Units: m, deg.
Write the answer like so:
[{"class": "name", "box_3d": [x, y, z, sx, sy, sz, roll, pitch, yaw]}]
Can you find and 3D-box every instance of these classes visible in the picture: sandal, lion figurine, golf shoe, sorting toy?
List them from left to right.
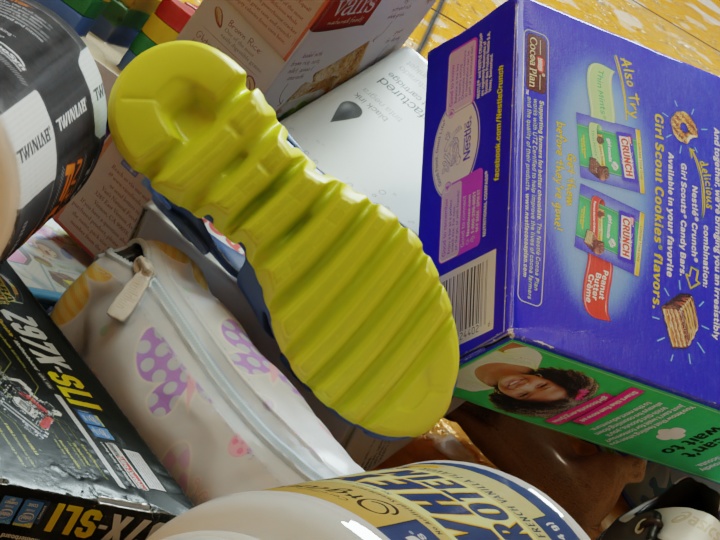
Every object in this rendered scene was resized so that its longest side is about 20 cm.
[{"class": "sorting toy", "box_3d": [-0.122, -0.131, 1.607, 0.199, 0.070, 0.200, 36, 5, 6]}, {"class": "sandal", "box_3d": [-0.030, -0.012, 1.247, 0.200, 0.079, 0.087, 53, -9, 3]}, {"class": "lion figurine", "box_3d": [0.079, 0.082, 1.434, 0.200, 0.073, 0.122, 39, 22, 18]}, {"class": "golf shoe", "box_3d": [0.123, 0.150, 1.286, 0.078, 0.095, 0.200, 31, 19, -3]}]

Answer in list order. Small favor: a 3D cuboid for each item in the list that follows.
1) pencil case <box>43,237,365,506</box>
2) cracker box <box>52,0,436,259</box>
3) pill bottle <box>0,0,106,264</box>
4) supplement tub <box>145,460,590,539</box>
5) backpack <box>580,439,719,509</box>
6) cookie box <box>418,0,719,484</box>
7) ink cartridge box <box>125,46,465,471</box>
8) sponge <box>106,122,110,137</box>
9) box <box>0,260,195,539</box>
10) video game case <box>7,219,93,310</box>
[{"class": "pencil case", "box_3d": [-0.056, 0.072, 1.200, 0.083, 0.091, 0.200, -7, 40, -35]}, {"class": "cracker box", "box_3d": [-0.047, -0.089, 1.397, 0.058, 0.200, 0.134, 43, 25, 14]}, {"class": "pill bottle", "box_3d": [-0.166, -0.058, 1.196, 0.106, 0.106, 0.200, 31, 17, 0]}, {"class": "supplement tub", "box_3d": [-0.006, 0.144, 1.001, 0.144, 0.145, 0.200, 38, 19, 23]}, {"class": "backpack", "box_3d": [0.186, 0.044, 1.539, 0.147, 0.183, 0.200, 14, 34, -37]}, {"class": "cookie box", "box_3d": [0.126, -0.009, 1.325, 0.200, 0.075, 0.172, 19, 61, -31]}, {"class": "ink cartridge box", "box_3d": [0.000, 0.000, 1.361, 0.144, 0.084, 0.200, 41, 47, 16]}, {"class": "sponge", "box_3d": [-0.158, -0.073, 1.536, 0.200, 0.030, 0.112, 37, 18, 15]}, {"class": "box", "box_3d": [-0.174, 0.048, 1.148, 0.159, 0.049, 0.200, 17, 22, -44]}, {"class": "video game case", "box_3d": [-0.192, -0.024, 1.363, 0.200, 0.018, 0.143, 13, 25, -46]}]
